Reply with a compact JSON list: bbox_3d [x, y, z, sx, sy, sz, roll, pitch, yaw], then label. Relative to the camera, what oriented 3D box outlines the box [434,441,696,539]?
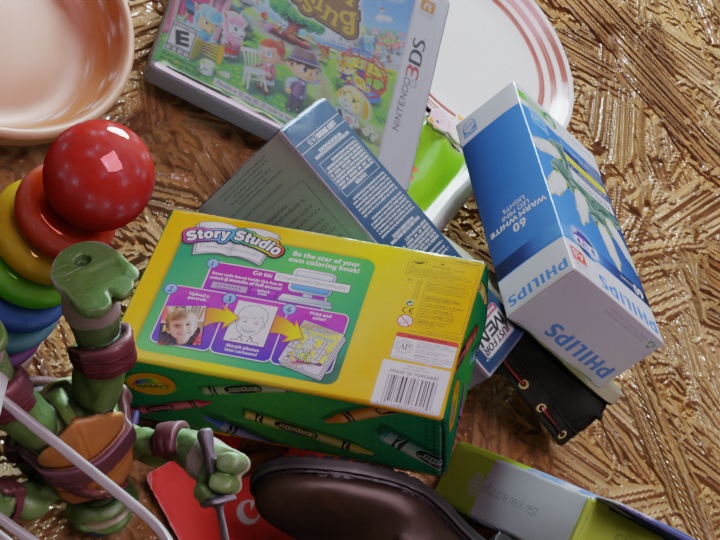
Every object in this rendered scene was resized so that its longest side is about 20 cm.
[{"bbox_3d":[0.140,0.163,0.954,0.122,0.200,0.048,29,84,-21],"label":"box"}]

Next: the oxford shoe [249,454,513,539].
[{"bbox_3d":[0.023,0.169,0.877,0.199,0.073,0.085,30,45,-13],"label":"oxford shoe"}]

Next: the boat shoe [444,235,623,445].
[{"bbox_3d":[0.091,0.043,1.061,0.201,0.063,0.074,42,10,-19],"label":"boat shoe"}]

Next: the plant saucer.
[{"bbox_3d":[-0.235,-0.161,0.961,0.199,0.037,0.201,19,54,-28],"label":"plant saucer"}]

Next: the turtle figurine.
[{"bbox_3d":[-0.133,0.100,0.765,0.143,0.195,0.201,0,43,11],"label":"turtle figurine"}]

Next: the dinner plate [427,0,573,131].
[{"bbox_3d":[0.087,-0.176,1.239,0.199,0.024,0.201,20,53,-29],"label":"dinner plate"}]

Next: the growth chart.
[{"bbox_3d":[0.001,-0.104,1.115,0.200,0.018,0.145,38,54,-9],"label":"growth chart"}]

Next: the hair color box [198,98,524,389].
[{"bbox_3d":[0.000,0.000,1.004,0.200,0.100,0.061,50,41,-3],"label":"hair color box"}]

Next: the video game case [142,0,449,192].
[{"bbox_3d":[-0.038,-0.164,1.097,0.199,0.022,0.183,25,56,-18],"label":"video game case"}]

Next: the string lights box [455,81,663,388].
[{"bbox_3d":[0.132,-0.027,1.070,0.103,0.059,0.201,36,28,-34],"label":"string lights box"}]

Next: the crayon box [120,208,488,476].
[{"bbox_3d":[-0.034,0.039,0.908,0.199,0.058,0.119,10,49,11],"label":"crayon box"}]

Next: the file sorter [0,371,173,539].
[{"bbox_3d":[-0.181,0.168,0.658,0.124,0.200,0.139,40,7,-17],"label":"file sorter"}]

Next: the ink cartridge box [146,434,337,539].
[{"bbox_3d":[-0.011,0.170,0.926,0.162,0.050,0.201,-26,85,-45],"label":"ink cartridge box"}]

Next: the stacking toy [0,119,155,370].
[{"bbox_3d":[-0.170,-0.011,0.803,0.085,0.200,0.086,19,53,-28],"label":"stacking toy"}]
